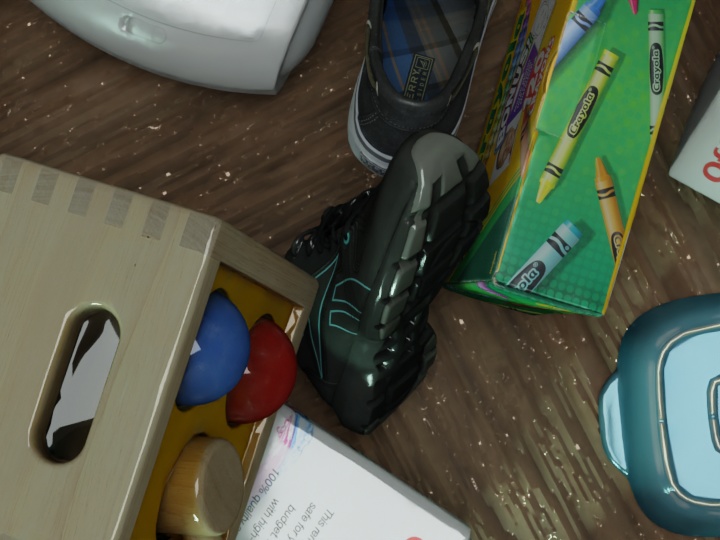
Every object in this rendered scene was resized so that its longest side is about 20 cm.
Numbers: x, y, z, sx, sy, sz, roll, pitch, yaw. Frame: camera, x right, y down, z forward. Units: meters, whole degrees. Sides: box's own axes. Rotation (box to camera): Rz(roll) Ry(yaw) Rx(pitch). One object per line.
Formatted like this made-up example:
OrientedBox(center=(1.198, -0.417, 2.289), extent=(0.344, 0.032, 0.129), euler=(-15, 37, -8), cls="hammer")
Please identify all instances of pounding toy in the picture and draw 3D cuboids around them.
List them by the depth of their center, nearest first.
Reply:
OrientedBox(center=(-0.089, 0.081, 0.880), extent=(0.142, 0.184, 0.201), euler=(16, 85, 15), cls="pounding toy")

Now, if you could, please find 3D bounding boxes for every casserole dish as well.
OrientedBox(center=(0.218, 0.067, 1.016), extent=(0.199, 0.039, 0.122), euler=(-5, 85, 2), cls="casserole dish")

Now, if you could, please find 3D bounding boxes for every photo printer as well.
OrientedBox(center=(-0.075, -0.195, 1.026), extent=(0.166, 0.069, 0.201), euler=(23, 87, 3), cls="photo printer")

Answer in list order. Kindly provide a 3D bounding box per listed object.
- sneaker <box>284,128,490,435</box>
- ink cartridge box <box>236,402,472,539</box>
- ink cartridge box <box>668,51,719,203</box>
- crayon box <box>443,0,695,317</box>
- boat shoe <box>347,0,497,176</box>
OrientedBox(center=(0.000, 0.000, 0.959), extent=(0.079, 0.200, 0.075), euler=(40, 53, 17), cls="sneaker")
OrientedBox(center=(-0.066, 0.131, 0.995), extent=(0.200, 0.084, 0.145), euler=(33, 87, 4), cls="ink cartridge box")
OrientedBox(center=(0.264, -0.064, 0.964), extent=(0.199, 0.147, 0.083), euler=(28, 51, 3), cls="ink cartridge box")
OrientedBox(center=(0.102, -0.080, 0.985), extent=(0.058, 0.119, 0.201), euler=(17, 86, -8), cls="crayon box")
OrientedBox(center=(0.034, -0.139, 0.984), extent=(0.070, 0.066, 0.201), euler=(17, 58, -1), cls="boat shoe")
